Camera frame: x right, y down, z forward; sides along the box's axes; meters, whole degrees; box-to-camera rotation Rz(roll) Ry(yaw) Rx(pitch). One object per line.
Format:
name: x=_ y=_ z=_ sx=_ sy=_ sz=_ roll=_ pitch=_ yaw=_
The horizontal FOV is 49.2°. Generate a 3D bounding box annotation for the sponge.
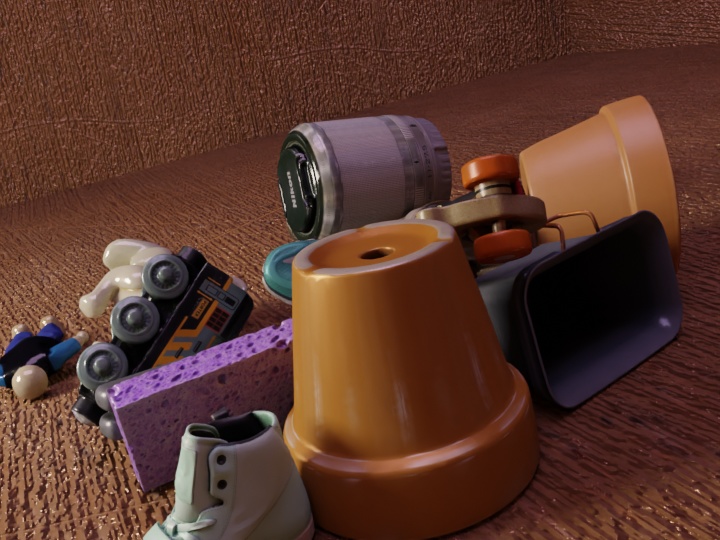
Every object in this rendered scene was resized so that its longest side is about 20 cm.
sponge: x=-0.108 y=0.110 z=0.679 sx=0.198 sy=0.113 sz=0.030 roll=-20 pitch=43 yaw=-22

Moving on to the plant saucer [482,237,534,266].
plant saucer: x=0.153 y=-0.005 z=0.997 sx=0.197 sy=0.030 sz=0.200 roll=-12 pitch=18 yaw=4

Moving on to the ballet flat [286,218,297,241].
ballet flat: x=-0.013 y=-0.049 z=1.105 sx=0.197 sy=0.047 sz=0.068 roll=17 pitch=56 yaw=13

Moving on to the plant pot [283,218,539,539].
plant pot: x=0.026 y=0.067 z=0.601 sx=0.197 sy=0.186 sz=0.200 roll=-11 pitch=18 yaw=4

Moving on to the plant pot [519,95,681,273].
plant pot: x=0.256 y=-0.078 z=0.871 sx=0.138 sy=0.203 sz=0.200 roll=-11 pitch=17 yaw=9

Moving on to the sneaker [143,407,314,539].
sneaker: x=-0.127 y=0.166 z=0.510 sx=0.199 sy=0.120 sz=0.073 roll=-26 pitch=24 yaw=-34

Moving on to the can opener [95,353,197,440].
can opener: x=-0.139 y=0.102 z=0.715 sx=0.198 sy=0.053 sz=0.066 roll=-13 pitch=15 yaw=-36

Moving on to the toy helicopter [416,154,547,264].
toy helicopter: x=0.066 y=-0.031 z=0.695 sx=0.197 sy=0.080 sz=0.132 roll=-13 pitch=-11 yaw=22

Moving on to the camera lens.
camera lens: x=0.000 y=-0.118 z=1.033 sx=0.198 sy=0.162 sz=0.160 roll=-11 pitch=15 yaw=-25

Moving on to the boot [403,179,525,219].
boot: x=0.102 y=-0.018 z=0.857 sx=0.150 sy=0.073 sz=0.201 roll=-25 pitch=29 yaw=37

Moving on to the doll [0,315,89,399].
doll: x=-0.410 y=0.107 z=0.993 sx=0.135 sy=0.049 sz=0.200 roll=-17 pitch=18 yaw=-13

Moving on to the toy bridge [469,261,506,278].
toy bridge: x=0.161 y=-0.023 z=0.954 sx=0.066 sy=0.028 sz=0.200 roll=-7 pitch=20 yaw=20

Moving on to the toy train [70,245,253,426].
toy train: x=-0.190 y=0.073 z=0.766 sx=0.201 sy=0.113 sz=0.085 roll=-61 pitch=4 yaw=-26

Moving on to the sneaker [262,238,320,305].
sneaker: x=0.000 y=0.000 z=0.776 sx=0.197 sy=0.079 sz=0.080 roll=5 pitch=-17 yaw=2

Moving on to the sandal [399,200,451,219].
sandal: x=0.064 y=-0.029 z=0.986 sx=0.198 sy=0.081 sz=0.054 roll=-25 pitch=0 yaw=-23

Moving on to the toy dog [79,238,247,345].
toy dog: x=-0.227 y=0.060 z=0.920 sx=0.191 sy=0.142 sz=0.200 roll=4 pitch=16 yaw=-13

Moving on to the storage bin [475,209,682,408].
storage bin: x=0.178 y=0.024 z=0.735 sx=0.198 sy=0.147 sz=0.134 roll=-24 pitch=11 yaw=-33
